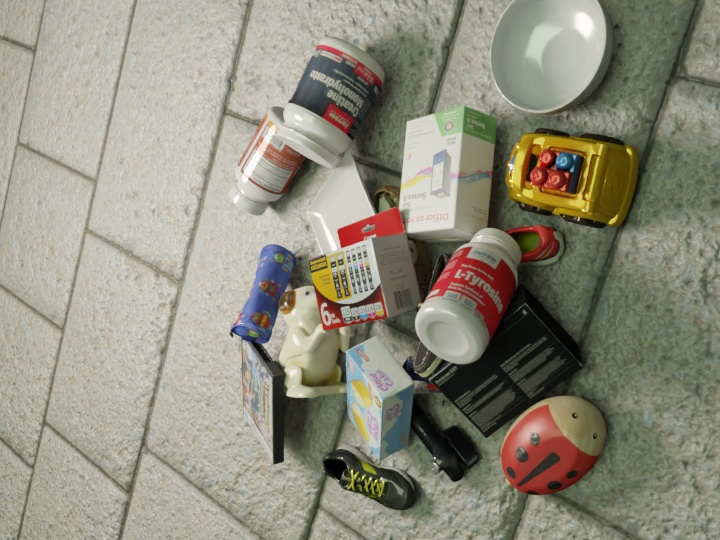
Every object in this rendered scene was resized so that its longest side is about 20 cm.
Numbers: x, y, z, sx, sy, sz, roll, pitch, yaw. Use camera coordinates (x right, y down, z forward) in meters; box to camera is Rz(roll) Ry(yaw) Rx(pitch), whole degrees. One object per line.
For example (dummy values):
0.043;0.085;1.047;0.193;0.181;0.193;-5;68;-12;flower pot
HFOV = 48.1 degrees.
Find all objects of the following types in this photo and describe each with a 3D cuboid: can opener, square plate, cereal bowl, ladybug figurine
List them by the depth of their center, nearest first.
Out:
0.293;0.281;1.249;0.135;0.072;0.201;39;120;4;ladybug figurine
0.306;-0.343;1.268;0.197;0.083;0.205;-1;88;36;cereal bowl
0.120;0.284;1.417;0.200;0.078;0.064;46;153;31;can opener
-0.023;-0.084;1.507;0.200;0.028;0.201;-49;56;48;square plate

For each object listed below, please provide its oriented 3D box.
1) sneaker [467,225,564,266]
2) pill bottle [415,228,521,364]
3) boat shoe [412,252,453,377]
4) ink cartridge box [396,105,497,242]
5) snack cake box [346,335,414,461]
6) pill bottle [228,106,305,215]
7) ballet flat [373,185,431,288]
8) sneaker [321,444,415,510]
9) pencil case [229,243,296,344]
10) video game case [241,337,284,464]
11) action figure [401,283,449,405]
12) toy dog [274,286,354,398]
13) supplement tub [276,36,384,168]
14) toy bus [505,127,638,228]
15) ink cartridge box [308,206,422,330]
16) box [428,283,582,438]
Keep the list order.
0.229;-0.038;1.313;0.197;0.084;0.079;-17;70;33;sneaker
0.170;0.032;1.213;0.110;0.201;0.114;21;141;18;pill bottle
0.119;0.068;1.293;0.072;0.064;0.203;-6;60;67;boat shoe
0.143;-0.155;1.348;0.144;0.086;0.205;-2;81;52;ink cartridge box
0.032;0.224;1.398;0.115;0.066;0.202;51;155;35;snack cake box
-0.181;-0.215;1.611;0.112;0.111;0.201;48;116;27;pill bottle
0.068;-0.060;1.450;0.070;0.065;0.203;-31;72;27;ballet flat
0.009;0.387;1.472;0.197;0.084;0.076;18;100;36;sneaker
-0.188;0.050;1.578;0.087;0.077;0.203;-48;21;58;pencil case
-0.194;0.245;1.585;0.181;0.025;0.204;42;136;54;video game case
0.169;0.135;1.377;0.196;0.105;0.198;10;102;6;action figure
-0.094;0.132;1.541;0.192;0.137;0.205;-5;85;55;toy dog
-0.055;-0.306;1.476;0.139;0.140;0.203;27;89;33;supplement tub
0.289;-0.146;1.211;0.197;0.190;0.139;17;101;37;toy bus
0.000;0.000;1.394;0.199;0.083;0.179;-17;85;53;ink cartridge box
0.225;0.144;1.270;0.199;0.079;0.141;-41;105;21;box
